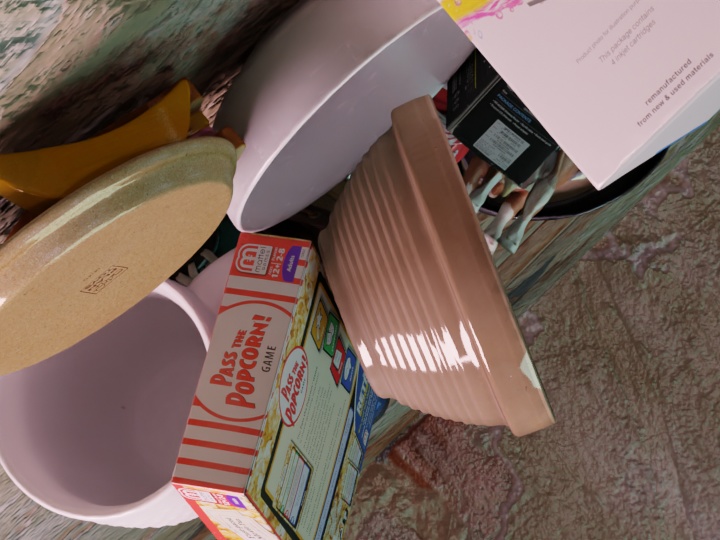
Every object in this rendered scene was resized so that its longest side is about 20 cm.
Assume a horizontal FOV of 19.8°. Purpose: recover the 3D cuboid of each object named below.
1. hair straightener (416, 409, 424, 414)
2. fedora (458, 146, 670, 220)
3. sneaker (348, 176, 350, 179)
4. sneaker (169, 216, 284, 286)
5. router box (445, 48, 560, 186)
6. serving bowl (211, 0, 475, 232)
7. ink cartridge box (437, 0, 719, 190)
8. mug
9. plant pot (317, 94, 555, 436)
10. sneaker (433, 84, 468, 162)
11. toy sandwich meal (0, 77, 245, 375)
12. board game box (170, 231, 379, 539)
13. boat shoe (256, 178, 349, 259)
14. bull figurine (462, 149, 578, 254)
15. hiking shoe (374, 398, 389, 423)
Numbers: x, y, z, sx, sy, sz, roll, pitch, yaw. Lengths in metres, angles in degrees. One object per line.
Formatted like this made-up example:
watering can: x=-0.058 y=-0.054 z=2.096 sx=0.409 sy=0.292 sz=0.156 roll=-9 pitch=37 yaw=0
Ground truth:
hair straightener: x=0.006 y=0.044 z=1.368 sx=0.041 sy=0.077 sz=0.200 roll=-49 pitch=-145 yaw=-8
fedora: x=0.144 y=-0.131 z=1.565 sx=0.200 sy=0.200 sz=0.092 roll=-38 pitch=140 yaw=-22
sneaker: x=-0.006 y=-0.053 z=1.409 sx=0.077 sy=0.085 sz=0.200 roll=-37 pitch=169 yaw=-26
sneaker: x=-0.123 y=0.038 z=1.382 sx=0.200 sy=0.071 sz=0.080 roll=-49 pitch=166 yaw=17
router box: x=0.122 y=-0.162 z=1.251 sx=0.150 sy=0.062 sz=0.201 roll=-47 pitch=-162 yaw=25
serving bowl: x=-0.014 y=-0.112 z=1.158 sx=0.200 sy=0.066 sz=0.200 roll=-40 pitch=170 yaw=-8
ink cartridge box: x=0.128 y=-0.175 z=1.037 sx=0.145 sy=0.200 sz=0.147 roll=-45 pitch=171 yaw=36
mug: x=-0.110 y=0.064 z=1.260 sx=0.200 sy=0.147 sz=0.175 roll=-50 pitch=162 yaw=2
plant pot: x=0.034 y=0.009 z=1.178 sx=0.092 sy=0.202 sz=0.201 roll=-21 pitch=171 yaw=3
sneaker: x=0.052 y=-0.112 z=1.421 sx=0.113 sy=0.071 sz=0.200 roll=-48 pitch=172 yaw=16
toy sandwich meal: x=-0.143 y=-0.025 z=1.036 sx=0.204 sy=0.070 sz=0.205 roll=-35 pitch=169 yaw=-8
board game box: x=-0.043 y=0.091 z=1.203 sx=0.200 sy=0.046 sz=0.153 roll=65 pitch=36 yaw=-61
boat shoe: x=0.000 y=0.000 z=1.314 sx=0.072 sy=0.200 sz=0.072 roll=-39 pitch=159 yaw=-33
bull figurine: x=0.108 y=-0.073 z=1.370 sx=0.122 sy=0.065 sz=0.200 roll=-56 pitch=179 yaw=-4
hiking shoe: x=-0.024 y=0.086 z=1.485 sx=0.086 sy=0.075 sz=0.199 roll=2 pitch=172 yaw=32
